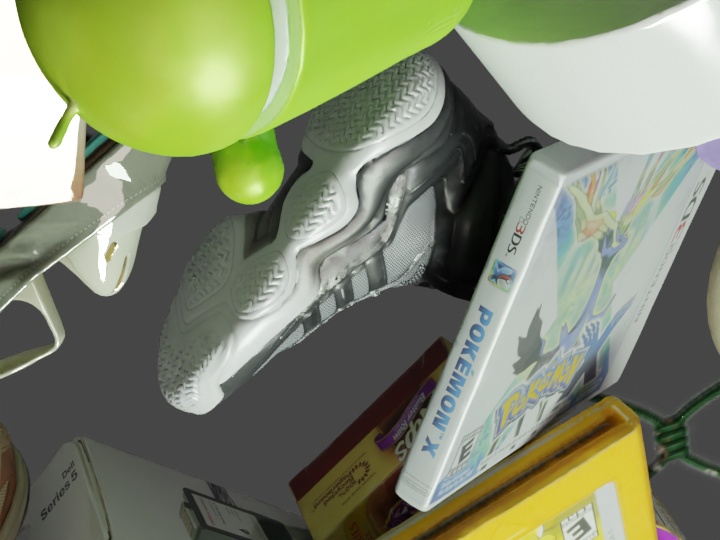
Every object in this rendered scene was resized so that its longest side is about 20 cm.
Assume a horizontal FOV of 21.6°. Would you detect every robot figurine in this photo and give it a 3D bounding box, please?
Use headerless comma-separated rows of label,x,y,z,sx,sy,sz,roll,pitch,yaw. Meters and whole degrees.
robot figurine,-0.036,-0.113,0.671,0.200,0.116,0.176,-31,134,-37

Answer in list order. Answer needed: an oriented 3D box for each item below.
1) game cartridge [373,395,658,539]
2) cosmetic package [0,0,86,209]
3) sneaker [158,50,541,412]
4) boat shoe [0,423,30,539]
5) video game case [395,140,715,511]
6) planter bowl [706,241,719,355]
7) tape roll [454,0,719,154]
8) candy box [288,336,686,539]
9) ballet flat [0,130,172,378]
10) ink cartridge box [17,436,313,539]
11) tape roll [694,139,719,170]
game cartridge,0.080,0.178,0.973,0.176,0.032,0.200,-30,133,-13
cosmetic package,-0.155,-0.127,0.715,0.103,0.087,0.200,-6,126,-17
sneaker,0.000,0.000,0.867,0.114,0.075,0.200,28,108,-32
boat shoe,-0.200,0.142,0.827,0.076,0.200,0.072,6,143,3
video game case,0.103,0.006,0.888,0.200,0.022,0.182,-24,141,-52
planter bowl,0.300,0.026,0.980,0.200,0.135,0.200,-11,127,-15
tape roll,0.126,-0.145,0.742,0.202,0.202,0.071,-38,129,7
candy box,0.072,0.132,1.016,0.117,0.056,0.200,-44,127,12
ballet flat,-0.136,-0.003,0.823,0.200,0.067,0.064,-37,99,12
ink cartridge box,-0.095,0.188,0.969,0.200,0.084,0.146,25,112,-34
tape roll,0.245,-0.098,0.825,0.200,0.200,0.085,4,78,-24
